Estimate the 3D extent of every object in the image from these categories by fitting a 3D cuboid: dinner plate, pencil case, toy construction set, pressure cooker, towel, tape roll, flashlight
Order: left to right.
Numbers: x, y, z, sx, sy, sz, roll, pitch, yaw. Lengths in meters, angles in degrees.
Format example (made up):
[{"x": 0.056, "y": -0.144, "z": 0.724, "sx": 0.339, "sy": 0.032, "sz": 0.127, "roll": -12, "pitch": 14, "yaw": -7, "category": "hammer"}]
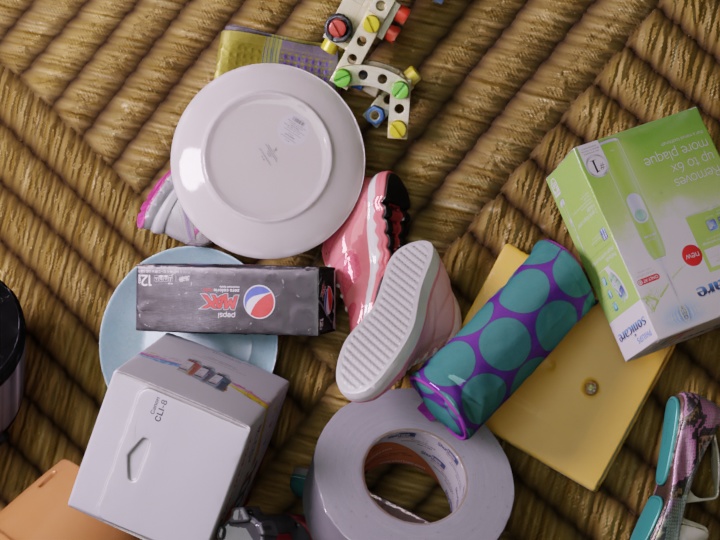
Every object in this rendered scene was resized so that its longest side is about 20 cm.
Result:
[{"x": -0.435, "y": 0.105, "z": 1.780, "sx": 0.178, "sy": 0.201, "sz": 0.177, "roll": 30, "pitch": 58, "yaw": 6, "category": "pressure cooker"}, {"x": -0.093, "y": -0.113, "z": 1.724, "sx": 0.198, "sy": 0.024, "sz": 0.203, "roll": 1, "pitch": 82, "yaw": -4, "category": "dinner plate"}, {"x": -0.086, "y": 0.270, "z": 1.664, "sx": 0.068, "sy": 0.200, "sz": 0.068, "roll": 37, "pitch": 94, "yaw": 15, "category": "flashlight"}, {"x": -0.090, "y": -0.149, "z": 1.770, "sx": 0.142, "sy": 0.023, "sz": 0.202, "roll": 12, "pitch": 81, "yaw": -23, "category": "towel"}, {"x": 0.036, "y": -0.248, "z": 1.752, "sx": 0.130, "sy": 0.092, "sz": 0.201, "roll": 29, "pitch": 90, "yaw": -1, "category": "toy construction set"}, {"x": 0.046, "y": 0.215, "z": 1.652, "sx": 0.198, "sy": 0.066, "sz": 0.202, "roll": 7, "pitch": 52, "yaw": -9, "category": "tape roll"}, {"x": 0.138, "y": 0.067, "z": 1.644, "sx": 0.200, "sy": 0.092, "sz": 0.085, "roll": -45, "pitch": 99, "yaw": -14, "category": "pencil case"}]

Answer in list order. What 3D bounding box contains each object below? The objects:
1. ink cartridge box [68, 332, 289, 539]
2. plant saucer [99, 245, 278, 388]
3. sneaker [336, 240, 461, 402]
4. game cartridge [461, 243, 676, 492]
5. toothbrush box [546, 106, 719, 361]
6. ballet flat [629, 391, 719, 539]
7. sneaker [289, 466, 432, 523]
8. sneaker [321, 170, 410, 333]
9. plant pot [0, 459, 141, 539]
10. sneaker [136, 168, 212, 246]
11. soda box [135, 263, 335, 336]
[{"x": -0.172, "y": 0.167, "z": 1.660, "sx": 0.143, "sy": 0.200, "sz": 0.147, "roll": 22, "pitch": 101, "yaw": 5, "category": "ink cartridge box"}, {"x": -0.177, "y": 0.077, "z": 1.797, "sx": 0.199, "sy": 0.039, "sz": 0.203, "roll": -2, "pitch": 82, "yaw": 13, "category": "plant saucer"}, {"x": 0.047, "y": 0.074, "z": 1.677, "sx": 0.075, "sy": 0.105, "sz": 0.201, "roll": -4, "pitch": 42, "yaw": 31, "category": "sneaker"}, {"x": 0.191, "y": 0.096, "z": 1.708, "sx": 0.199, "sy": 0.032, "sz": 0.177, "roll": 29, "pitch": 91, "yaw": 18, "category": "game cartridge"}, {"x": 0.290, "y": -0.035, "z": 1.642, "sx": 0.144, "sy": 0.086, "sz": 0.202, "roll": -18, "pitch": 78, "yaw": -19, "category": "toothbrush box"}, {"x": 0.309, "y": 0.220, "z": 1.647, "sx": 0.070, "sy": 0.069, "sz": 0.202, "roll": 17, "pitch": 87, "yaw": -4, "category": "ballet flat"}, {"x": 0.009, "y": 0.265, "z": 1.708, "sx": 0.198, "sy": 0.071, "sz": 0.081, "roll": 25, "pitch": 85, "yaw": 14, "category": "sneaker"}, {"x": 0.000, "y": 0.000, "z": 1.757, "sx": 0.086, "sy": 0.074, "sz": 0.203, "roll": -1, "pitch": 79, "yaw": 29, "category": "sneaker"}, {"x": -0.289, "y": 0.288, "z": 1.728, "sx": 0.199, "sy": 0.200, "sz": 0.141, "roll": 33, "pitch": 75, "yaw": 16, "category": "plant pot"}, {"x": -0.150, "y": -0.108, "z": 1.797, "sx": 0.088, "sy": 0.081, "sz": 0.201, "roll": 34, "pitch": 79, "yaw": -12, "category": "sneaker"}, {"x": -0.126, "y": 0.029, "z": 1.731, "sx": 0.198, "sy": 0.063, "sz": 0.072, "roll": 1, "pitch": 92, "yaw": 16, "category": "soda box"}]
